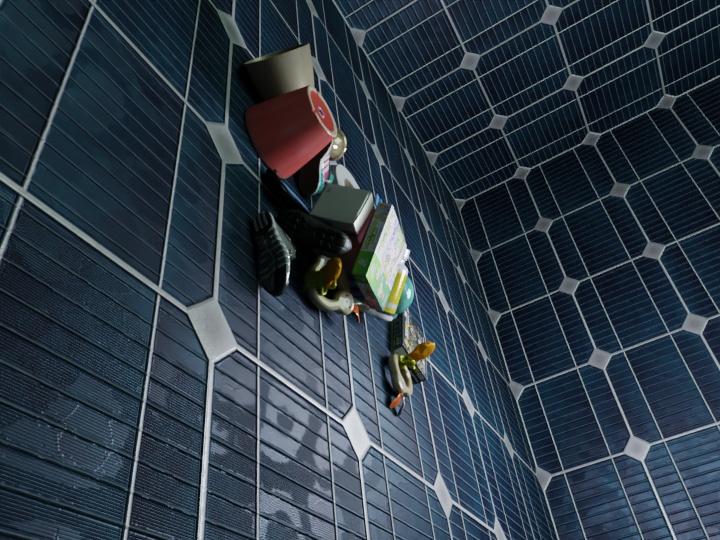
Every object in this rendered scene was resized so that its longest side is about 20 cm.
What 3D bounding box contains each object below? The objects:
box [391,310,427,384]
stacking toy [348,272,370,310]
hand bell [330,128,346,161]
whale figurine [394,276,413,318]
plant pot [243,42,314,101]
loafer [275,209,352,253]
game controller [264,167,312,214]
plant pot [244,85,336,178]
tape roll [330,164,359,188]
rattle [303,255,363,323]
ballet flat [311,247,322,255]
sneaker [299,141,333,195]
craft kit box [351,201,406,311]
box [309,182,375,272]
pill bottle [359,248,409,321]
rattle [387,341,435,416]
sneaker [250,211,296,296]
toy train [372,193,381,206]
[{"bbox_3d":[0.153,0.231,1.914,0.160,0.049,0.201,54,22,-27],"label":"box"},{"bbox_3d":[0.000,0.000,1.616,0.085,0.084,0.204,33,58,-58],"label":"stacking toy"},{"bbox_3d":[-0.136,-0.393,1.850,0.199,0.103,0.106,-10,75,-60],"label":"hand bell"},{"bbox_3d":[0.106,0.067,1.839,0.200,0.102,0.162,100,-14,-83],"label":"whale figurine"},{"bbox_3d":[-0.198,-0.491,1.660,0.188,0.184,0.203,-74,150,-63],"label":"plant pot"},{"bbox_3d":[-0.109,-0.086,1.410,0.069,0.198,0.070,-65,157,-3],"label":"loafer"},{"bbox_3d":[-0.163,-0.173,1.508,0.104,0.042,0.200,42,-2,44],"label":"game controller"},{"bbox_3d":[-0.168,-0.364,1.551,0.201,0.175,0.202,52,23,-34],"label":"plant pot"},{"bbox_3d":[-0.051,-0.219,1.866,0.203,0.070,0.204,54,21,-32],"label":"tape roll"},{"bbox_3d":[-0.026,0.044,1.435,0.200,0.142,0.131,45,36,-22],"label":"rattle"},{"bbox_3d":[-0.093,-0.095,1.612,0.062,0.070,0.200,24,29,16],"label":"ballet flat"},{"bbox_3d":[-0.111,-0.303,1.695,0.121,0.082,0.203,-9,115,-82],"label":"sneaker"},{"bbox_3d":[0.051,-0.031,1.511,0.198,0.048,0.203,58,47,-57],"label":"craft kit box"},{"bbox_3d":[-0.031,-0.098,1.501,0.110,0.126,0.201,-62,153,-31],"label":"box"},{"bbox_3d":[0.068,0.028,1.675,0.111,0.110,0.203,19,90,-65],"label":"pill bottle"},{"bbox_3d":[0.148,0.300,1.686,0.200,0.140,0.132,-78,158,-70],"label":"rattle"},{"bbox_3d":[-0.167,-0.024,1.302,0.115,0.074,0.203,40,30,-57],"label":"sneaker"},{"bbox_3d":[0.024,-0.144,1.727,0.201,0.085,0.116,-74,155,-67],"label":"toy train"}]
